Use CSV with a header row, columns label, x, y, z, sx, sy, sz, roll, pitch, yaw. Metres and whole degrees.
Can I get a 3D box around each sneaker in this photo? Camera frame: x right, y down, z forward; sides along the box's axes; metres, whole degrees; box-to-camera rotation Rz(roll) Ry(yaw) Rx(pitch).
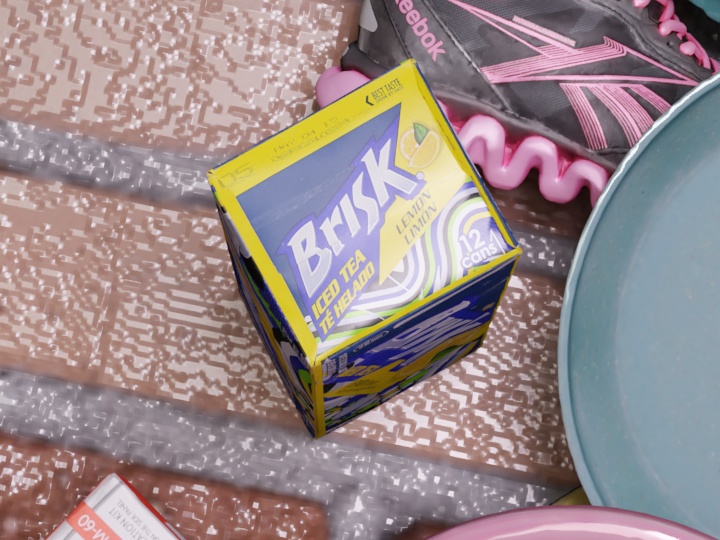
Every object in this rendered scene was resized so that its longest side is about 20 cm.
label,x,y,z,sx,sy,sz,roll,pitch,yaw
sneaker,0.089,-0.066,0.807,0.198,0.079,0.096,16,99,0

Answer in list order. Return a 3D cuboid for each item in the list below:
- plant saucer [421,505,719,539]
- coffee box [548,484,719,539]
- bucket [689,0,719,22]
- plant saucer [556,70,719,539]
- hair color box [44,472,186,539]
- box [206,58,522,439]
label,x,y,z,sx,sy,sz,roll,pitch,yaw
plant saucer,0.066,0.169,0.727,0.199,0.051,0.202,1,93,10
coffee box,0.175,0.083,0.812,0.199,0.044,0.124,-28,84,-5
bucket,0.178,-0.170,0.773,0.206,0.135,0.209,8,74,-29
plant saucer,0.157,0.024,0.763,0.198,0.036,0.202,-1,95,-7
hair color box,-0.110,0.176,0.782,0.111,0.064,0.200,43,84,4
box,0.000,0.000,0.742,0.070,0.200,0.065,-29,83,-5
